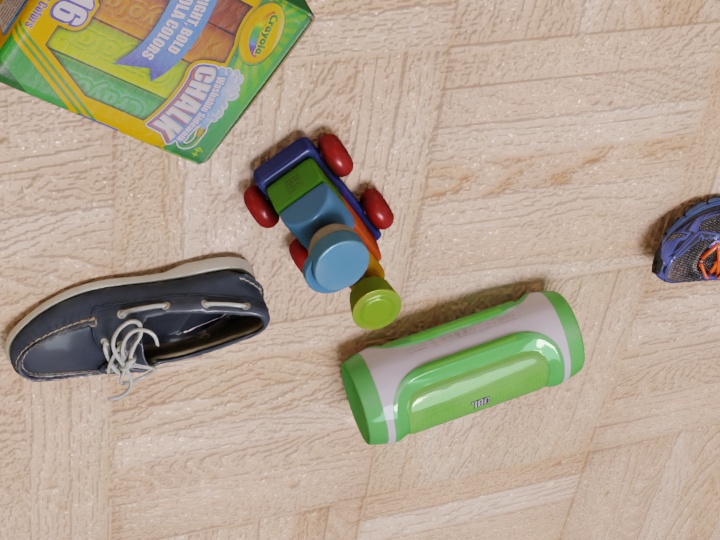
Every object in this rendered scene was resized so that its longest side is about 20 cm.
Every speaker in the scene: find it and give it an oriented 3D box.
[{"bbox_3d":[0.088,0.082,1.202,0.198,0.089,0.089,-18,136,-10],"label":"speaker"}]

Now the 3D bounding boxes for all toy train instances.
[{"bbox_3d":[0.000,0.000,1.057,0.084,0.116,0.200,-33,136,6],"label":"toy train"}]

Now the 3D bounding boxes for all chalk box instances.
[{"bbox_3d":[-0.118,-0.158,0.845,0.199,0.124,0.125,20,119,-38],"label":"chalk box"}]

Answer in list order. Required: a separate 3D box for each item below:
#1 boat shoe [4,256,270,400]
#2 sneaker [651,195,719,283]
[{"bbox_3d":[-0.166,0.049,1.058,0.198,0.062,0.075,-13,137,-15],"label":"boat shoe"},{"bbox_3d":[0.348,-0.019,1.242,0.198,0.079,0.076,-10,133,-19],"label":"sneaker"}]
